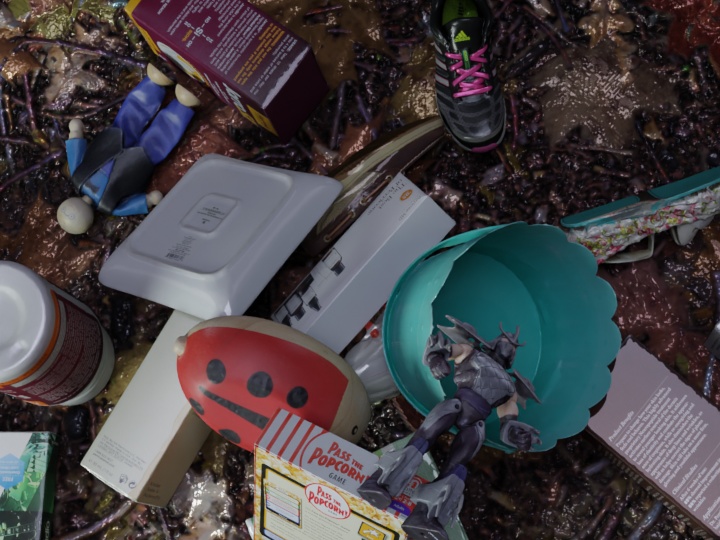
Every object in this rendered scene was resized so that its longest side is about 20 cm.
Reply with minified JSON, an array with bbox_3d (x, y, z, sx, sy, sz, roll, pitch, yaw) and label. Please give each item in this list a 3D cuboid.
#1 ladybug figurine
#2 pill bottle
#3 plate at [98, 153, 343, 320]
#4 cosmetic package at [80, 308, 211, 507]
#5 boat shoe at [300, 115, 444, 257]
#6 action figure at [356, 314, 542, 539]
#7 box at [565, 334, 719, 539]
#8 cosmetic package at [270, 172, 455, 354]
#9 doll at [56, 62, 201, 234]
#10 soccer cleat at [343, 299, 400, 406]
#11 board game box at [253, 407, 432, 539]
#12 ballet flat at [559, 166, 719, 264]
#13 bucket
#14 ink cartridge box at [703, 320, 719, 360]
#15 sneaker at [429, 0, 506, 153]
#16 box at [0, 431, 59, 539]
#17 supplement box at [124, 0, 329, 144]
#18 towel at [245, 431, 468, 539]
[{"bbox_3d":[-0.085,0.117,1.088,0.198,0.072,0.137,25,122,-8],"label":"ladybug figurine"},{"bbox_3d":[-0.321,0.070,1.163,0.113,0.200,0.116,-2,74,8],"label":"pill bottle"},{"bbox_3d":[-0.146,-0.046,1.185,0.198,0.033,0.201,15,55,36],"label":"plate"},{"bbox_3d":[-0.184,0.129,1.180,0.073,0.104,0.201,29,82,13],"label":"cosmetic package"},{"bbox_3d":[0.013,-0.087,1.236,0.199,0.072,0.072,-36,104,-11],"label":"boat shoe"},{"bbox_3d":[0.085,0.123,0.968,0.130,0.069,0.201,38,65,-4],"label":"action figure"},{"bbox_3d":[0.299,0.166,1.117,0.200,0.075,0.100,41,85,14],"label":"box"},{"bbox_3d":[0.000,0.000,1.178,0.200,0.051,0.083,-48,30,3],"label":"cosmetic package"},{"bbox_3d":[-0.263,-0.126,1.286,0.136,0.048,0.201,36,89,6],"label":"doll"},{"bbox_3d":[-0.003,0.116,1.178,0.200,0.069,0.078,-44,115,6],"label":"soccer cleat"},{"bbox_3d":[-0.023,0.225,1.059,0.150,0.201,0.046,25,52,13],"label":"board game box"},{"bbox_3d":[0.295,-0.049,1.186,0.198,0.076,0.065,-18,104,7],"label":"ballet flat"},{"bbox_3d":[0.125,0.062,1.101,0.204,0.135,0.210,2,84,-21],"label":"bucket"},{"bbox_3d":[0.451,0.079,1.111,0.200,0.084,0.146,43,84,17],"label":"ink cartridge box"},{"bbox_3d":[0.109,-0.225,1.239,0.073,0.088,0.203,-8,74,6],"label":"sneaker"},{"bbox_3d":[-0.388,0.267,1.207,0.142,0.036,0.203,-2,76,8],"label":"box"},{"bbox_3d":[-0.141,-0.237,1.267,0.199,0.110,0.086,36,83,15],"label":"supplement box"},{"bbox_3d":[0.001,0.269,1.157,0.198,0.023,0.154,-26,73,1],"label":"towel"}]
